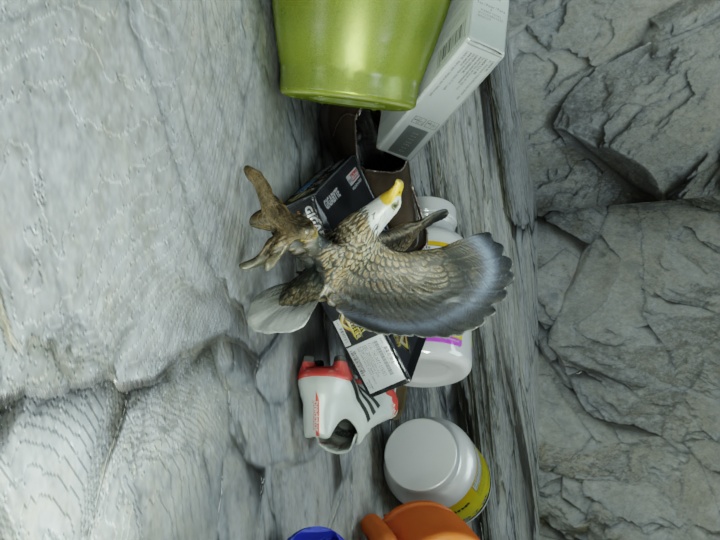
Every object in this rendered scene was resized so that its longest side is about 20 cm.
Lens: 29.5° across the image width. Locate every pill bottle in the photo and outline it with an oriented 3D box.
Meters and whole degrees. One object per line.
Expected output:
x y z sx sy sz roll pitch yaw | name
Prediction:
0.072 0.022 1.526 0.104 0.104 0.200 63 26 -61 | pill bottle
0.090 0.240 1.643 0.200 0.112 0.113 54 33 -67 | pill bottle

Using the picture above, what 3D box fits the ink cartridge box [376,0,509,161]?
0.083 -0.230 1.346 0.200 0.043 0.174 134 -29 -54 | ink cartridge box

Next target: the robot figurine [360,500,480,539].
0.078 0.318 1.471 0.200 0.144 0.117 -145 -129 -74 | robot figurine

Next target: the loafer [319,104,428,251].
0.019 -0.093 1.439 0.071 0.073 0.200 6 -55 62 | loafer

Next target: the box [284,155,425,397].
0.000 0.000 1.337 0.199 0.050 0.200 65 15 -9 | box

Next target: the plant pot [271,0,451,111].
0.000 -0.251 1.275 0.200 0.200 0.193 -7 103 -78 | plant pot

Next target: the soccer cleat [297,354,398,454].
-0.013 0.138 1.324 0.200 0.069 0.085 41 51 -68 | soccer cleat

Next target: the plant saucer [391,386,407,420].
0.024 0.075 1.598 0.200 0.029 0.200 -5 90 -79 | plant saucer

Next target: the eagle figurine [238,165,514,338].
0.009 -0.012 1.144 0.200 0.151 0.152 20 58 -36 | eagle figurine

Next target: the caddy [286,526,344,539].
-0.020 0.314 1.135 0.141 0.105 0.200 9 76 -55 | caddy
